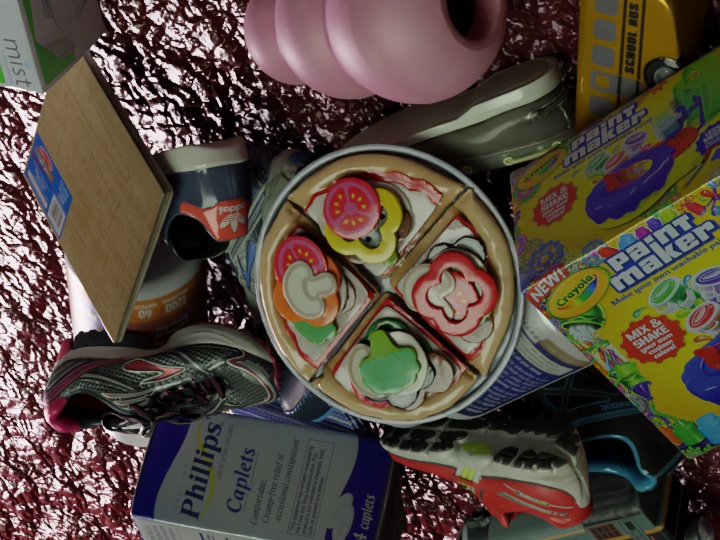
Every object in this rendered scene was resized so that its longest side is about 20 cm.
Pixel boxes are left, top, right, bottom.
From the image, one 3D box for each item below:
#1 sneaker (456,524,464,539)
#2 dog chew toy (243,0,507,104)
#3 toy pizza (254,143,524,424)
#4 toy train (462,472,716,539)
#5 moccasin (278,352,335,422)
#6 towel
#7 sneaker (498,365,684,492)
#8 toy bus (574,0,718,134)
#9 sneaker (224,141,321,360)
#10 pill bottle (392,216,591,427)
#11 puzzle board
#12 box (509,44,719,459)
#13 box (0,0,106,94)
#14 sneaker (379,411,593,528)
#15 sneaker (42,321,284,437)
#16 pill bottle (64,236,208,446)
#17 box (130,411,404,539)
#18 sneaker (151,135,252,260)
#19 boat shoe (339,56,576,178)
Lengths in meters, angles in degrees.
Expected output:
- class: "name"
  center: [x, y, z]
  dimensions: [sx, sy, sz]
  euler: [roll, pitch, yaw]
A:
- class: "sneaker"
  center: [0.084, 0.287, 1.781]
  dimensions: [0.076, 0.091, 0.200]
  euler: [33, 137, 4]
- class: "dog chew toy"
  center: [0.001, -0.169, 1.392]
  dimensions: [0.200, 0.125, 0.125]
  euler: [-3, 127, 44]
- class: "toy pizza"
  center: [0.015, 0.013, 1.432]
  dimensions: [0.200, 0.032, 0.201]
  euler: [5, 105, 20]
- class: "toy train"
  center: [0.177, 0.209, 1.639]
  dimensions: [0.200, 0.085, 0.114]
  euler: [-17, 127, 34]
- class: "moccasin"
  center: [-0.027, 0.021, 1.515]
  dimensions: [0.080, 0.068, 0.200]
  euler: [52, 128, 48]
- class: "towel"
  center: [-0.054, 0.111, 1.705]
  dimensions: [0.145, 0.024, 0.200]
  euler: [16, 158, 23]
- class: "sneaker"
  center: [0.152, 0.103, 1.572]
  dimensions: [0.200, 0.082, 0.073]
  euler: [16, 138, 22]
- class: "toy bus"
  center: [0.184, -0.117, 1.357]
  dimensions: [0.078, 0.065, 0.200]
  euler: [16, 135, 19]
- class: "sneaker"
  center: [-0.070, -0.019, 1.618]
  dimensions: [0.085, 0.077, 0.200]
  euler: [25, 131, 25]
- class: "pill bottle"
  center: [0.089, 0.041, 1.513]
  dimensions: [0.200, 0.120, 0.120]
  euler: [-29, 110, 39]
- class: "puzzle board"
  center: [-0.200, -0.067, 1.582]
  dimensions: [0.200, 0.017, 0.151]
  euler: [57, 139, 37]
- class: "box"
  center: [0.231, -0.017, 1.306]
  dimensions: [0.200, 0.122, 0.193]
  euler: [-32, 123, 25]
- class: "box"
  center: [-0.298, -0.247, 1.522]
  dimensions: [0.176, 0.097, 0.200]
  euler: [13, 134, 25]
- class: "sneaker"
  center: [0.093, 0.152, 1.566]
  dimensions: [0.200, 0.077, 0.085]
  euler: [13, 131, 49]
- class: "sneaker"
  center: [-0.150, 0.094, 1.611]
  dimensions: [0.200, 0.075, 0.081]
  euler: [-5, 130, 21]
- class: "pill bottle"
  center: [-0.180, 0.048, 1.709]
  dimensions: [0.112, 0.112, 0.200]
  euler: [18, 136, 17]
- class: "box"
  center: [-0.071, 0.201, 1.720]
  dimensions: [0.200, 0.105, 0.184]
  euler: [9, 155, 8]
- class: "sneaker"
  center: [-0.139, -0.048, 1.570]
  dimensions: [0.200, 0.075, 0.085]
  euler: [176, 83, -67]
- class: "boat shoe"
  center: [0.065, -0.089, 1.455]
  dimensions: [0.202, 0.072, 0.060]
  euler: [-17, 113, 37]
